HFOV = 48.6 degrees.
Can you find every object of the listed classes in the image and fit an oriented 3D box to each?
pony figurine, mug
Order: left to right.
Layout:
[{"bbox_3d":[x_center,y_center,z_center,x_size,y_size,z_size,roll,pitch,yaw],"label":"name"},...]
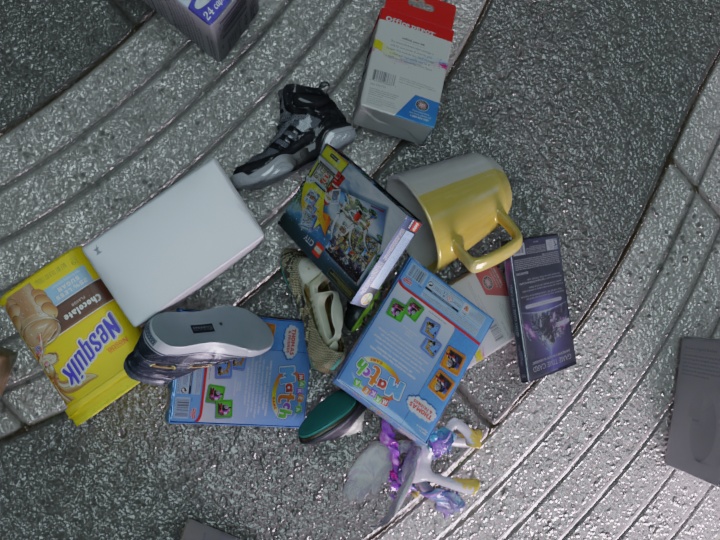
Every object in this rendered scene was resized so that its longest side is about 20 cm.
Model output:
[{"bbox_3d":[0.077,0.276,1.144,0.198,0.166,0.196,29,82,-25],"label":"pony figurine"},{"bbox_3d":[0.144,-0.079,1.154,0.151,0.150,0.189,-25,79,-16],"label":"mug"}]

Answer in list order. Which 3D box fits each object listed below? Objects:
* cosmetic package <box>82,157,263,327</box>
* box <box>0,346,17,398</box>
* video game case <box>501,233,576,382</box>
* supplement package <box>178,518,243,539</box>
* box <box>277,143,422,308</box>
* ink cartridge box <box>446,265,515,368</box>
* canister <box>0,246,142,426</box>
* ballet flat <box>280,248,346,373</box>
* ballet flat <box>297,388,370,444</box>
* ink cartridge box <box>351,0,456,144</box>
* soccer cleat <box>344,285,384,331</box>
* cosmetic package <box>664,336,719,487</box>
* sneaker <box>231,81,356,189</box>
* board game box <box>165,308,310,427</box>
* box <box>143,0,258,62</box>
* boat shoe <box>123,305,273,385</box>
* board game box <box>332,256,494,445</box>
[{"bbox_3d":[-0.240,-0.034,1.071,0.198,0.200,0.124,-35,93,-6],"label":"cosmetic package"},{"bbox_3d":[-0.523,0.142,1.029,0.076,0.200,0.097,21,87,-6],"label":"box"},{"bbox_3d":[0.267,0.052,1.186,0.141,0.019,0.205,-8,91,-47],"label":"video game case"},{"bbox_3d":[-0.213,0.480,1.087,0.148,0.152,0.204,23,86,-7],"label":"supplement package"},{"bbox_3d":[-0.020,-0.065,1.091,0.037,0.200,0.138,18,111,-48],"label":"box"},{"bbox_3d":[0.131,0.085,1.169,0.197,0.067,0.118,-28,92,-18],"label":"ink cartridge box"},{"bbox_3d":[-0.385,0.088,1.108,0.147,0.087,0.202,-34,92,-7],"label":"canister"},{"bbox_3d":[-0.057,0.042,1.125,0.067,0.075,0.203,4,57,-39],"label":"ballet flat"},{"bbox_3d":[-0.005,0.191,1.154,0.073,0.073,0.200,46,68,-5],"label":"ballet flat"},{"bbox_3d":[0.066,-0.303,1.172,0.114,0.067,0.204,15,74,-8],"label":"ink cartridge box"},{"bbox_3d":[0.000,0.000,1.138,0.080,0.068,0.202,24,50,-4],"label":"soccer cleat"},{"bbox_3d":[0.559,0.211,1.164,0.120,0.199,0.205,9,88,-7],"label":"cosmetic package"},{"bbox_3d":[-0.112,-0.199,1.157,0.197,0.075,0.116,-26,92,-13],"label":"sneaker"},{"bbox_3d":[-0.168,0.140,1.127,0.196,0.036,0.155,7,88,-24],"label":"board game box"},{"bbox_3d":[-0.244,-0.407,1.087,0.199,0.184,0.106,38,86,-5],"label":"box"},{"bbox_3d":[-0.211,0.100,1.047,0.091,0.198,0.072,-44,58,31],"label":"boat shoe"},{"bbox_3d":[0.074,0.108,1.089,0.150,0.037,0.202,35,70,-6],"label":"board game box"}]
